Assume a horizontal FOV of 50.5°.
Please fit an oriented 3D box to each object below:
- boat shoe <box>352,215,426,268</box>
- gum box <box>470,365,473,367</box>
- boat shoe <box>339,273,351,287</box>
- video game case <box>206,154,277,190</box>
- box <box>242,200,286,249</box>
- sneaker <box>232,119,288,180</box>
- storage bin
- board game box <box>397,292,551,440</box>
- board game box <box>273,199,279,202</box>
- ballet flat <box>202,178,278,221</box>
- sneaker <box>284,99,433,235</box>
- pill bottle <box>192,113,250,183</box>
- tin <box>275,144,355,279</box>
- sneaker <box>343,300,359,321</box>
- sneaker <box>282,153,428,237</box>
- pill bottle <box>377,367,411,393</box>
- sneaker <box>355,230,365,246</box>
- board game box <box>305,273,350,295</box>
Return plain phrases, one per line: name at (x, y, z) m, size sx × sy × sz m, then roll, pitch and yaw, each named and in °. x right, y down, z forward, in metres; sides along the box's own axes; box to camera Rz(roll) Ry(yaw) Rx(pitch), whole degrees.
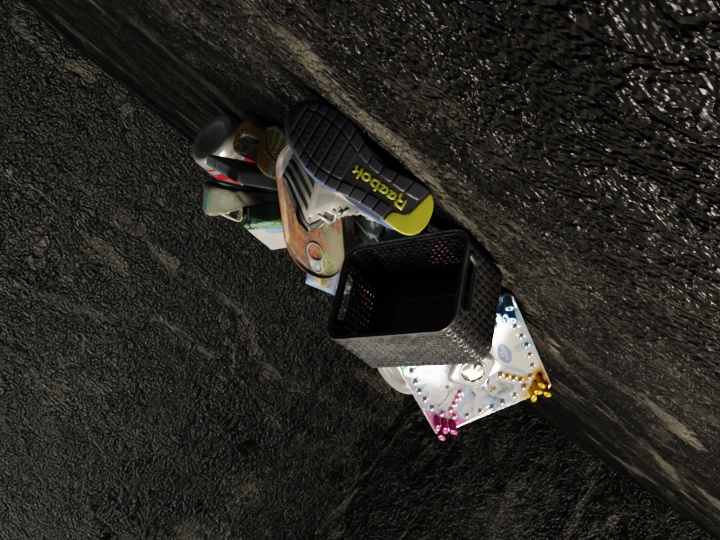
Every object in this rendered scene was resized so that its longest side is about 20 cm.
boat shoe at (0.017, -0.077, 1.055) m, size 0.200 × 0.073 × 0.062 m, roll 43°, pitch 179°, yaw 20°
gum box at (0.135, 0.053, 1.153) m, size 0.199 × 0.115 × 0.066 m, roll 39°, pitch 170°, yaw -26°
boat shoe at (0.000, 0.000, 1.228) m, size 0.200 × 0.070 × 0.063 m, roll 50°, pitch 159°, yaw 43°
video game case at (-0.144, -0.160, 1.301) m, size 0.196 × 0.022 × 0.182 m, roll 6°, pitch -167°, yaw -30°
box at (-0.068, -0.078, 1.184) m, size 0.195 × 0.037 × 0.144 m, roll -10°, pitch 166°, yaw 9°
sneaker at (-0.126, -0.186, 1.211) m, size 0.087 × 0.077 × 0.200 m, roll 21°, pitch -168°, yaw -38°
storage bin at (0.068, 0.040, 0.970) m, size 0.197 × 0.138 × 0.093 m, roll -9°, pitch 147°, yaw 39°
board game box at (0.167, 0.151, 1.135) m, size 0.202 × 0.197 × 0.026 m, roll 60°, pitch -168°, yaw -32°
board game box at (-0.065, -0.110, 1.226) m, size 0.154 × 0.040 × 0.200 m, roll -6°, pitch 167°, yaw -2°
ballet flat at (-0.186, -0.114, 1.256) m, size 0.066 × 0.065 × 0.199 m, roll 18°, pitch -167°, yaw 31°
sneaker at (-0.009, -0.112, 0.866) m, size 0.199 × 0.074 × 0.082 m, roll 40°, pitch 178°, yaw -19°
pill bottle at (-0.223, -0.203, 1.490) m, size 0.112 × 0.113 × 0.200 m, roll 33°, pitch 174°, yaw 47°
tin at (-0.060, -0.085, 1.059) m, size 0.110 × 0.042 × 0.204 m, roll 19°, pitch 126°, yaw 34°
sneaker at (0.037, 0.057, 1.308) m, size 0.060 × 0.105 × 0.199 m, roll 37°, pitch 177°, yaw -23°
sneaker at (-0.015, -0.080, 0.969) m, size 0.199 × 0.116 × 0.076 m, roll 38°, pitch 176°, yaw -11°
pill bottle at (0.122, 0.108, 1.266) m, size 0.111 × 0.198 × 0.114 m, roll 27°, pitch 132°, yaw 35°
sneaker at (-0.010, -0.032, 1.141) m, size 0.197 × 0.085 × 0.070 m, roll -10°, pitch 168°, yaw 36°
board game box at (0.003, 0.014, 1.492) m, size 0.197 × 0.063 × 0.200 m, roll -10°, pitch -142°, yaw -40°
